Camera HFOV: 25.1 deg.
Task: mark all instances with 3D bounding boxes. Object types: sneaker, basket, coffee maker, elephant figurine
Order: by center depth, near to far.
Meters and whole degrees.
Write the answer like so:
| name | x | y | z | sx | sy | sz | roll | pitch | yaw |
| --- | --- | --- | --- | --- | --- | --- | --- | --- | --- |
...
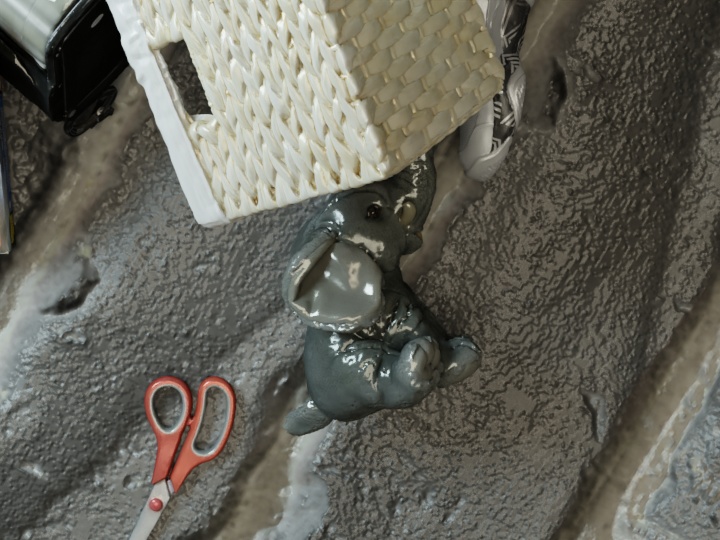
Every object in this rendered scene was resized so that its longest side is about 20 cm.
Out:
| name | x | y | z | sx | sy | sz | roll | pitch | yaw |
| --- | --- | --- | --- | --- | --- | --- | --- | --- | --- |
| basket | -0.034 | -0.160 | 1.065 | 0.160 | 0.200 | 0.200 | -11 | 107 | 36 |
| coffee maker | -0.258 | -0.205 | 1.130 | 0.200 | 0.135 | 0.193 | 39 | 136 | 7 |
| sneaker | 0.067 | -0.172 | 1.199 | 0.114 | 0.075 | 0.202 | 8 | 95 | -4 |
| elephant figurine | 0.000 | 0.000 | 1.207 | 0.155 | 0.141 | 0.201 | -28 | 99 | -32 |

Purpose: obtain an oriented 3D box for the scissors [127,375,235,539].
| name | x | y | z | sx | sy | sz | roll | pitch | yaw |
| --- | --- | --- | --- | --- | --- | --- | --- | --- | --- |
| scissors | -0.151 | 0.177 | 1.280 | 0.072 | 0.014 | 0.202 | 13 | 98 | -8 |

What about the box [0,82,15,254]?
| name | x | y | z | sx | sy | sz | roll | pitch | yaw |
| --- | --- | --- | --- | --- | --- | --- | --- | --- | --- |
| box | -0.364 | -0.076 | 1.207 | 0.198 | 0.040 | 0.138 | -3 | 100 | -3 |
